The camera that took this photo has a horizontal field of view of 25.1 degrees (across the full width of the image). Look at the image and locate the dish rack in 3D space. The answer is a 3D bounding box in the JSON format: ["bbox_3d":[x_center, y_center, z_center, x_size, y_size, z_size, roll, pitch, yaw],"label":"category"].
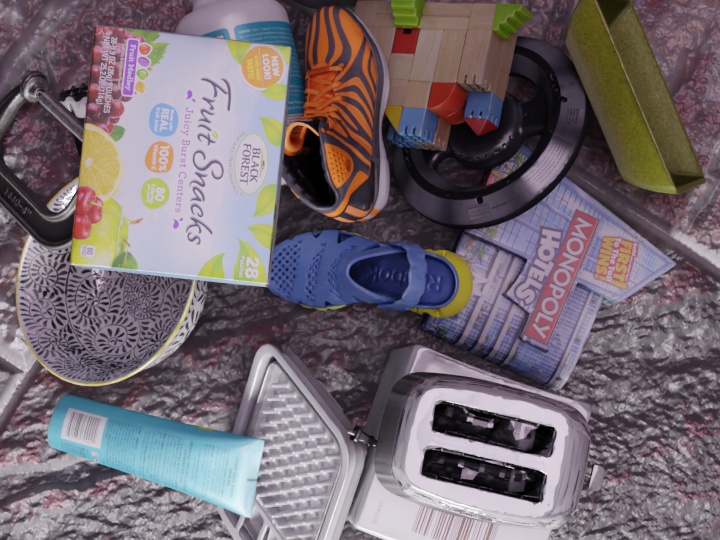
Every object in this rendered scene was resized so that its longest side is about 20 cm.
[{"bbox_3d":[-0.058,0.183,1.438,0.043,0.172,0.201,-4,125,-33],"label":"dish rack"}]

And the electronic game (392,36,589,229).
[{"bbox_3d":[0.119,-0.130,1.506,0.199,0.042,0.201,-16,57,25],"label":"electronic game"}]

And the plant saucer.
[{"bbox_3d":[0.251,-0.161,1.513,0.048,0.200,0.201,-23,88,20],"label":"plant saucer"}]

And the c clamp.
[{"bbox_3d":[-0.271,-0.112,1.469,0.199,0.027,0.172,34,104,31],"label":"c clamp"}]

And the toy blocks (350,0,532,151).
[{"bbox_3d":[0.058,-0.174,1.493,0.199,0.100,0.138,7,80,31],"label":"toy blocks"}]

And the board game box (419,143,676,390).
[{"bbox_3d":[0.186,0.003,1.543,0.199,0.062,0.201,23,84,-3],"label":"board game box"}]

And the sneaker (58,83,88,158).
[{"bbox_3d":[-0.194,-0.123,1.475,0.066,0.199,0.091,-24,113,-47],"label":"sneaker"}]

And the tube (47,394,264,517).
[{"bbox_3d":[-0.185,0.163,1.470,0.198,0.050,0.078,15,115,13],"label":"tube"}]

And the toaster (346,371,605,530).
[{"bbox_3d":[0.092,0.141,1.287,0.198,0.129,0.115,15,84,-3],"label":"toaster"}]

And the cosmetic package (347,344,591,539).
[{"bbox_3d":[0.087,0.171,1.449,0.166,0.200,0.168,19,84,-4],"label":"cosmetic package"}]

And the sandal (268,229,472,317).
[{"bbox_3d":[0.000,0.000,1.495,0.198,0.087,0.080,1,86,18],"label":"sandal"}]

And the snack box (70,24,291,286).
[{"bbox_3d":[-0.148,-0.094,1.358,0.167,0.068,0.202,7,88,-2],"label":"snack box"}]

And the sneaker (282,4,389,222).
[{"bbox_3d":[-0.029,-0.145,1.437,0.077,0.112,0.202,-15,80,30],"label":"sneaker"}]

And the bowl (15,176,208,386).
[{"bbox_3d":[-0.206,0.013,1.471,0.199,0.094,0.203,-8,73,27],"label":"bowl"}]

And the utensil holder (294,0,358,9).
[{"bbox_3d":[-0.020,-0.339,1.480,0.168,0.200,0.172,0,86,-5],"label":"utensil holder"}]

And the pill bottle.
[{"bbox_3d":[-0.109,-0.178,1.503,0.110,0.111,0.202,-13,87,-6],"label":"pill bottle"}]
